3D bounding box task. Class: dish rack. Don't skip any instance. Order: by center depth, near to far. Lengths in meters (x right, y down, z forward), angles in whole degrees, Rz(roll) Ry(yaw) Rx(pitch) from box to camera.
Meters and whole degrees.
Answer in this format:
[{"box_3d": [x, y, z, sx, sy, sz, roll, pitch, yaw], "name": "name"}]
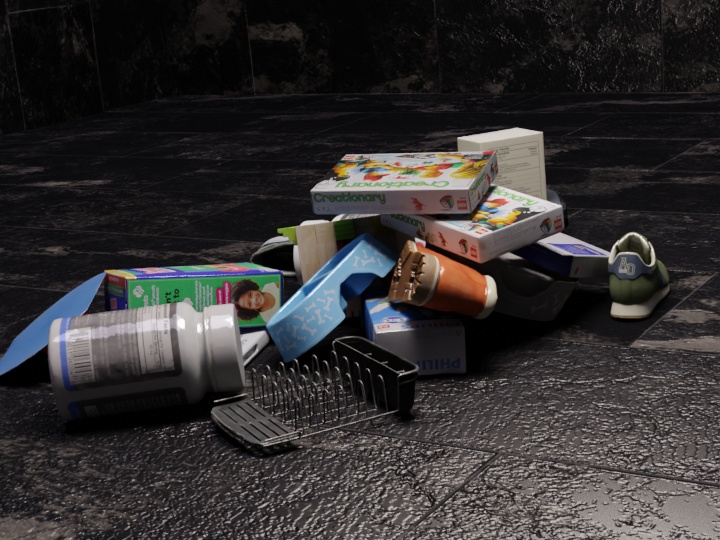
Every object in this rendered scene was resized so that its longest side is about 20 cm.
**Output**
[{"box_3d": [-0.053, 0.129, 1.411, 0.200, 0.055, 0.153, -12, 15, -25], "name": "dish rack"}]

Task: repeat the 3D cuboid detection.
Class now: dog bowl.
[{"box_3d": [-0.037, 0.028, 1.623, 0.200, 0.050, 0.111, -46, 10, -31], "name": "dog bowl"}, {"box_3d": [0.169, 0.006, 1.682, 0.200, 0.059, 0.200, 17, 10, -3], "name": "dog bowl"}]

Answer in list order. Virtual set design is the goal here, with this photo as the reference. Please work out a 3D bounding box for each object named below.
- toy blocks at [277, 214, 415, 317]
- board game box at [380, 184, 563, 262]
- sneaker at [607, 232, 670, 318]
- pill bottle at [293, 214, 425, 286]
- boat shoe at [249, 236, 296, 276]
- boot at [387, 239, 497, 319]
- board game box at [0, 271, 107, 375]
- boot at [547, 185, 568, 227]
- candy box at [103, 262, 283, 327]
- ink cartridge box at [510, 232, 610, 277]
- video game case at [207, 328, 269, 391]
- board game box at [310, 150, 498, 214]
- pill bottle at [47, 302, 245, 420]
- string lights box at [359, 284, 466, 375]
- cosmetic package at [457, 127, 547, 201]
[{"box_3d": [0.000, 0.000, 1.743, 0.200, 0.137, 0.100, -7, 2, 1], "name": "toy blocks"}, {"box_3d": [0.130, -0.066, 1.618, 0.126, 0.035, 0.200, -20, 25, -29], "name": "board game box"}, {"box_3d": [0.357, -0.008, 1.724, 0.067, 0.090, 0.200, 0, 16, 20], "name": "sneaker"}, {"box_3d": [0.018, -0.022, 1.849, 0.200, 0.114, 0.114, 0, 15, 19], "name": "pill bottle"}, {"box_3d": [-0.072, -0.017, 1.978, 0.200, 0.072, 0.071, -8, 20, 34], "name": "boat shoe"}, {"box_3d": [0.094, 0.017, 1.563, 0.107, 0.075, 0.200, 16, 5, -11], "name": "boot"}, {"box_3d": [-0.377, 0.081, 1.683, 0.158, 0.039, 0.200, -35, 16, 12], "name": "board game box"}, {"box_3d": [0.237, -0.081, 2.075, 0.168, 0.077, 0.200, -8, 8, 2], "name": "boot"}, {"box_3d": [-0.216, 0.033, 1.715, 0.200, 0.077, 0.169, -4, 5, -20], "name": "candy box"}, {"box_3d": [0.250, -0.022, 1.707, 0.095, 0.037, 0.200, 25, 10, 28], "name": "ink cartridge box"}, {"box_3d": [-0.232, 0.105, 1.625, 0.200, 0.023, 0.182, -1, 15, 15], "name": "video game case"}, {"box_3d": [0.054, -0.106, 1.629, 0.200, 0.035, 0.126, 0, 25, 21], "name": "board game box"}, {"box_3d": [-0.231, 0.096, 1.471, 0.200, 0.114, 0.114, -7, 15, -3], "name": "pill bottle"}, {"box_3d": [0.059, 0.068, 1.593, 0.103, 0.059, 0.200, -3, 14, -5], "name": "string lights box"}, {"box_3d": [0.201, -0.092, 1.881, 0.103, 0.200, 0.073, -10, 14, -22], "name": "cosmetic package"}]
